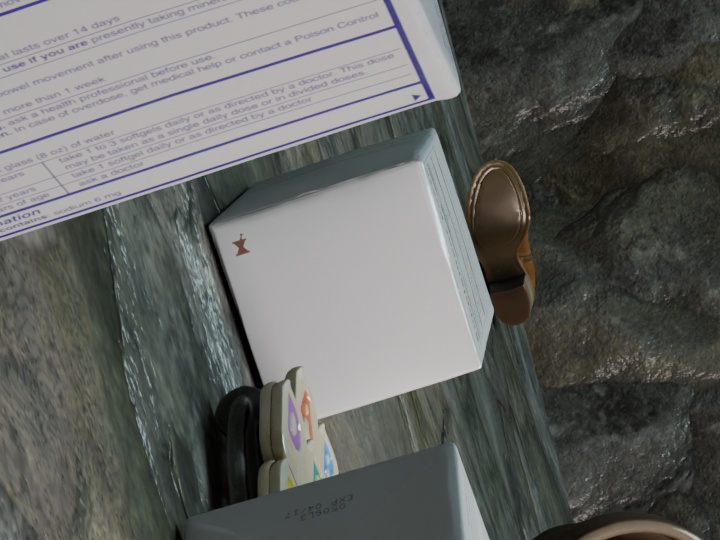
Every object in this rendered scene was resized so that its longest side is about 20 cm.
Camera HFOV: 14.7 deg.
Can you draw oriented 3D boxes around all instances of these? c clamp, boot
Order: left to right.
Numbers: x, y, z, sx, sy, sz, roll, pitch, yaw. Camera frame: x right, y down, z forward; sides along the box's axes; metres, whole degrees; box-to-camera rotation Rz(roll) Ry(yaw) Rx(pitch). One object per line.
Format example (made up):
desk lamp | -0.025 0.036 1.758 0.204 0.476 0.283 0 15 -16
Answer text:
c clamp | -0.037 0.126 1.325 0.200 0.027 0.171 67 14 -55
boot | 0.165 -0.050 3.183 0.155 0.076 0.200 -84 159 -69

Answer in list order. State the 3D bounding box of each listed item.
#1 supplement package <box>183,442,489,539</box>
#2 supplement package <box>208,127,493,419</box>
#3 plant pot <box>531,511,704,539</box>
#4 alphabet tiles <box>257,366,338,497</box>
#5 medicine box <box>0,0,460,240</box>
supplement package | 0.015 0.195 1.133 0.120 0.121 0.200 -93 165 -62
supplement package | 0.000 0.000 1.517 0.200 0.117 0.118 -57 130 -81
plant pot | 0.196 0.283 2.292 0.175 0.200 0.201 -149 -141 -72
alphabet tiles | -0.014 0.150 1.299 0.196 0.015 0.200 -91 166 -48
medicine box | -0.085 -0.100 0.766 0.200 0.182 0.103 59 15 -67
